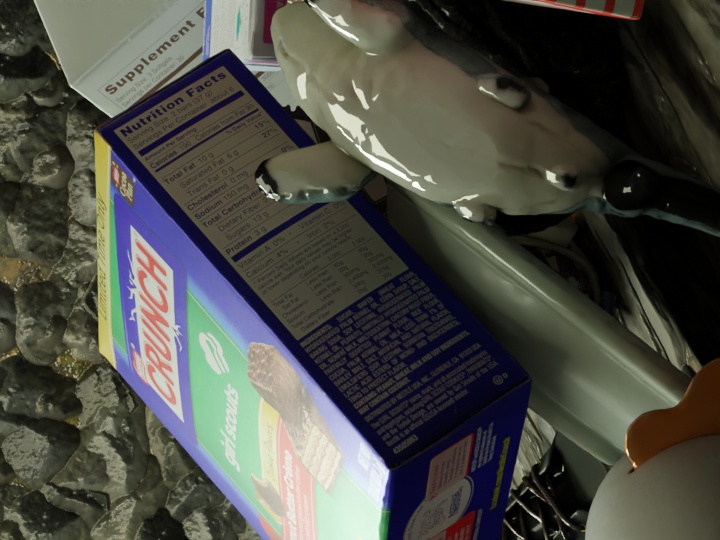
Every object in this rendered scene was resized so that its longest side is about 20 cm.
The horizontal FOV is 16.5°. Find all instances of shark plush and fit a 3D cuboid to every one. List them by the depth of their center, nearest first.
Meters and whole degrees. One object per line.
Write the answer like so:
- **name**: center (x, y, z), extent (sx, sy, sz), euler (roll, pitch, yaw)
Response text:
- **shark plush**: center (0.054, -0.064, 0.909), extent (0.083, 0.200, 0.091), euler (-39, -43, -58)

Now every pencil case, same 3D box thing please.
- **pencil case**: center (0.071, 0.012, 1.277), extent (0.078, 0.090, 0.200), euler (32, 179, -9)

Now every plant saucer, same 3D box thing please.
- **plant saucer**: center (0.078, 0.030, 1.028), extent (0.200, 0.050, 0.200), euler (38, -178, -1)

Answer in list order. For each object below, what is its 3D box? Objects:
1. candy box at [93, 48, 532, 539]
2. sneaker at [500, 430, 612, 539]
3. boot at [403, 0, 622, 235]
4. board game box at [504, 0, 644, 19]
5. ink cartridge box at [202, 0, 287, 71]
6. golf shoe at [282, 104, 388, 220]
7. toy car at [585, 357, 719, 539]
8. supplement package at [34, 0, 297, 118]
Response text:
- **candy box**: center (-0.026, 0.037, 1.030), extent (0.200, 0.077, 0.169), euler (48, 155, 26)
- **sneaker**: center (0.107, 0.131, 1.322), extent (0.075, 0.106, 0.200), euler (61, 173, 27)
- **boot**: center (0.053, -0.074, 1.071), extent (0.158, 0.079, 0.211), euler (45, 179, 30)
- **board game box**: center (-0.012, -0.130, 0.872), extent (0.200, 0.151, 0.046), euler (21, 101, 62)
- **ink cartridge box**: center (-0.047, -0.157, 1.204), extent (0.200, 0.042, 0.120), euler (-165, 78, -78)
- **golf shoe**: center (0.000, 0.000, 1.118), extent (0.200, 0.095, 0.078), euler (31, 129, -1)
- **toy car**: center (0.148, 0.128, 0.943), extent (0.184, 0.176, 0.200), euler (-112, 27, -64)
- **supplement package**: center (-0.076, -0.126, 1.416), extent (0.200, 0.117, 0.117), euler (38, -162, -44)
